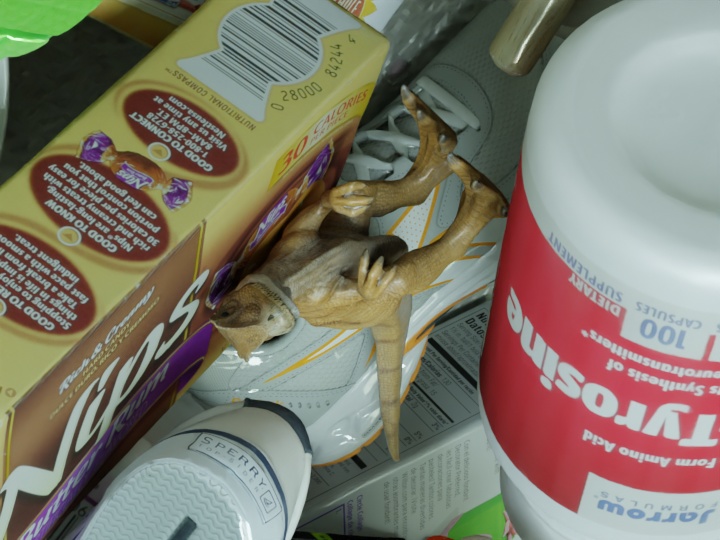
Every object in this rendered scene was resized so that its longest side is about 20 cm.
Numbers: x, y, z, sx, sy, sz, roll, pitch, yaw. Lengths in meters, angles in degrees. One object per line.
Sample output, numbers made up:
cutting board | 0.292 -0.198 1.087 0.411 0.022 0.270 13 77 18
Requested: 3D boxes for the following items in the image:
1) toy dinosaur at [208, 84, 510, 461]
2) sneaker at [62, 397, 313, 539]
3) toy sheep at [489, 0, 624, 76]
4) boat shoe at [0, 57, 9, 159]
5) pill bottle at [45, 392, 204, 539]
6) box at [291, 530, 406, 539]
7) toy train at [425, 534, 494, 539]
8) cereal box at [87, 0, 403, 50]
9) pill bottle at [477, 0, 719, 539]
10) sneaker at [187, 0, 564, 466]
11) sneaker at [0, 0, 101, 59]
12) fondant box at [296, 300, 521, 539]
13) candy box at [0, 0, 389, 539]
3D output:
toy dinosaur | 0.000 0.000 0.953 0.106 0.060 0.200 -45 161 9
sneaker | -0.078 0.117 0.912 0.200 0.073 0.071 -45 174 31
toy sheep | 0.087 -0.129 0.920 0.200 0.138 0.138 -10 132 -62
boat shoe | -0.147 -0.010 0.917 0.060 0.074 0.201 -62 162 -73
pill bottle | -0.132 0.122 1.006 0.200 0.112 0.112 -53 142 9
box | -0.036 0.144 1.035 0.110 0.035 0.200 -53 161 7
toy train | 0.001 0.140 0.985 0.150 0.056 0.200 -36 165 1
cereal box | -0.008 -0.153 0.938 0.200 0.040 0.144 -54 143 8
pill bottle | 0.096 0.016 0.915 0.112 0.112 0.200 -28 151 -23
sneaker | 0.006 -0.022 1.045 0.092 0.076 0.200 27 101 -45
sneaker | -0.085 -0.138 0.842 0.077 0.084 0.200 36 102 -28
fondant box | -0.012 0.117 1.160 0.199 0.058 0.145 -25 138 -25
candy box | -0.077 0.005 0.884 0.200 0.056 0.117 -48 167 -40
